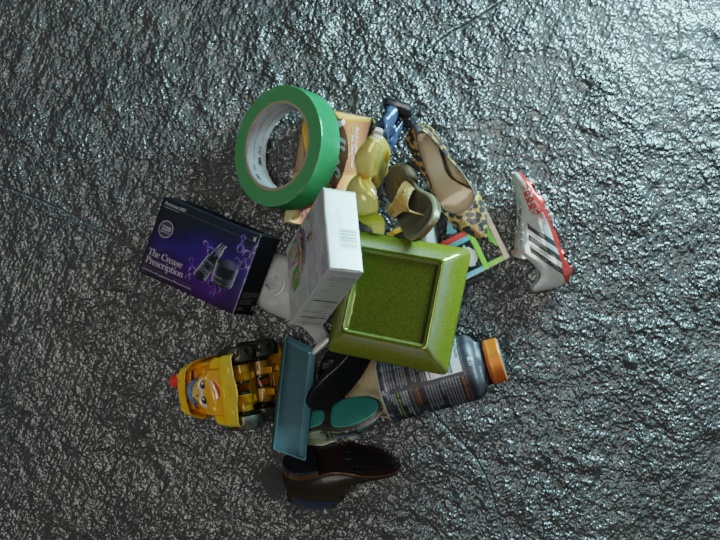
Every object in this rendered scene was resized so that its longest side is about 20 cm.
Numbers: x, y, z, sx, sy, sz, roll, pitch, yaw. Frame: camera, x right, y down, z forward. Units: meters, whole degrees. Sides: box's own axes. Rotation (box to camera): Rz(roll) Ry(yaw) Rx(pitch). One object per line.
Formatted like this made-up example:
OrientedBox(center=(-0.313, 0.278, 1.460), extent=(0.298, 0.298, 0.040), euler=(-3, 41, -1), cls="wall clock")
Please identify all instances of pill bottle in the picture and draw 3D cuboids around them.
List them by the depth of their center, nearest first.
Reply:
OrientedBox(center=(0.131, 0.167, 1.416), extent=(0.199, 0.106, 0.107), euler=(-16, 89, 9), cls="pill bottle")

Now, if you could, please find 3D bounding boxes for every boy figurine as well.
OrientedBox(center=(0.028, -0.182, 1.433), extent=(0.064, 0.124, 0.201), euler=(16, 67, 12), cls="boy figurine")

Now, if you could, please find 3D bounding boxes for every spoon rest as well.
OrientedBox(center=(-0.117, 0.059, 1.519), extent=(0.099, 0.061, 0.200), euler=(-41, 72, 7), cls="spoon rest")

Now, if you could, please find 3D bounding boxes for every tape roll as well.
OrientedBox(center=(-0.123, -0.201, 1.463), extent=(0.200, 0.048, 0.201), euler=(-4, 84, 39), cls="tape roll")

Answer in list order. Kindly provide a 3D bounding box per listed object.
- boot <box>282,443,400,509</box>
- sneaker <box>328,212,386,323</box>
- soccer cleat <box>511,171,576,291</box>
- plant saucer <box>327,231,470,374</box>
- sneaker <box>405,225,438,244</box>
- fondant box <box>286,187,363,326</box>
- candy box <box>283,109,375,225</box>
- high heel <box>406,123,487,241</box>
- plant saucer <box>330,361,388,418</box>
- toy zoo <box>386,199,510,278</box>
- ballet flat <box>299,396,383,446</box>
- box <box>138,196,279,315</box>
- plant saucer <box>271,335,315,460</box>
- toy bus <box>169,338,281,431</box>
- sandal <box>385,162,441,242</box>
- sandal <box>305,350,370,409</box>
OrientedBox(center=(-0.036, 0.353, 1.512), extent=(0.199, 0.075, 0.097), euler=(3, 127, -8), cls="boot")
OrientedBox(center=(0.000, 0.000, 1.478), extent=(0.074, 0.082, 0.201), euler=(18, 93, 4), cls="sneaker")
OrientedBox(center=(0.278, -0.062, 1.445), extent=(0.085, 0.069, 0.201), euler=(-24, 92, 4), cls="soccer cleat")
OrientedBox(center=(0.054, 0.044, 1.377), extent=(0.199, 0.048, 0.201), euler=(10, 83, 17), cls="plant saucer")
OrientedBox(center=(0.081, -0.010, 1.450), extent=(0.088, 0.075, 0.201), euler=(-1, 85, 19), cls="sneaker")
OrientedBox(center=(-0.061, -0.017, 1.411), extent=(0.058, 0.200, 0.145), euler=(6, 60, -21), cls="fondant box")
OrientedBox(center=(-0.052, -0.168, 1.496), extent=(0.115, 0.055, 0.201), euler=(12, 93, 8), cls="candy box")
OrientedBox(center=(0.137, -0.138, 1.406), extent=(0.071, 0.143, 0.200), euler=(-33, 74, 7), cls="high heel")
OrientedBox(center=(0.050, 0.147, 1.498), extent=(0.199, 0.035, 0.201), euler=(0, 92, 9), cls="plant saucer")
OrientedBox(center=(0.133, -0.035, 1.489), extent=(0.199, 0.020, 0.132), euler=(-26, 87, 8), cls="toy zoo")
OrientedBox(center=(-0.041, 0.259, 1.488), extent=(0.199, 0.074, 0.075), euler=(-13, 89, 27), cls="ballet flat")
OrientedBox(center=(-0.257, -0.026, 1.503), extent=(0.199, 0.079, 0.142), euler=(21, 92, 20), cls="box")
OrientedBox(center=(-0.112, 0.211, 1.470), extent=(0.019, 0.070, 0.201), euler=(-23, 50, 40), cls="plant saucer")
OrientedBox(center=(-0.236, 0.190, 1.467), extent=(0.191, 0.200, 0.136), euler=(-5, 89, 16), cls="toy bus")
OrientedBox(center=(0.069, -0.114, 1.419), extent=(0.054, 0.200, 0.080), euler=(20, 117, -30), cls="sandal")
OrientedBox(center=(-0.023, 0.144, 1.464), extent=(0.201, 0.075, 0.048), euler=(-52, 45, 2), cls="sandal")
